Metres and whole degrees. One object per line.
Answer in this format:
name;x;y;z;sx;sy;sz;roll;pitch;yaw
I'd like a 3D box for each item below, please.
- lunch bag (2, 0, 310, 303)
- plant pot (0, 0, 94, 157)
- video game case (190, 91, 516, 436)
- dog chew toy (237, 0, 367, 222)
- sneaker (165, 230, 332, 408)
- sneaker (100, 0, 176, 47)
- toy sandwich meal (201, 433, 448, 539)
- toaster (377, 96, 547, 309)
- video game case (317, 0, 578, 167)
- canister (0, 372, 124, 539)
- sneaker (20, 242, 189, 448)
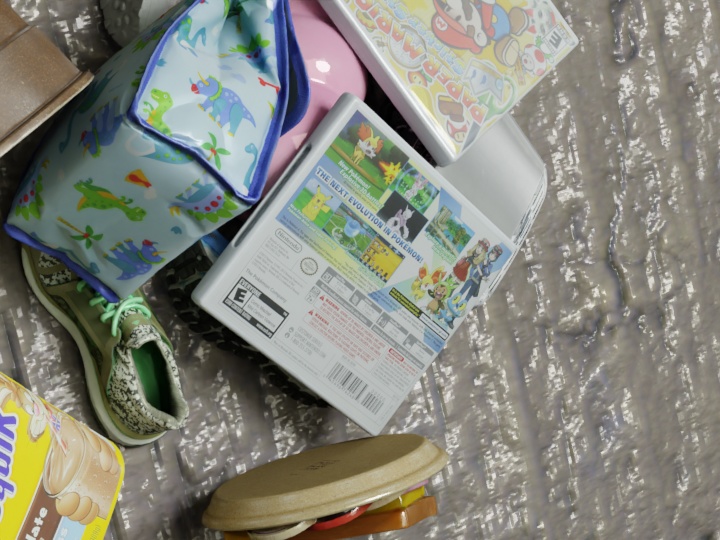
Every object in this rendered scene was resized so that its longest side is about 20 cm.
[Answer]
lunch bag;-0.129;-0.103;1.119;0.127;0.170;0.201;36;44;-25
plant pot;-0.304;-0.136;1.031;0.200;0.200;0.199;-45;105;-28
video game case;0.000;0.000;1.211;0.200;0.022;0.183;40;86;-35
dog chew toy;-0.049;-0.134;1.247;0.124;0.124;0.202;22;67;-32
sneaker;-0.067;0.022;1.259;0.200;0.078;0.090;42;55;-35
sneaker;-0.137;-0.254;1.220;0.080;0.076;0.202;15;80;-43
toy sandwich meal;-0.020;0.174;1.210;0.204;0.205;0.071;-17;95;-34
toaster;0.061;-0.056;1.318;0.129;0.113;0.201;44;61;-27
video game case;0.059;-0.207;1.266;0.182;0.023;0.201;-44;101;-35
canister;-0.247;0.138;1.067;0.200;0.086;0.150;45;59;-54
sneaker;-0.167;0.031;1.169;0.077;0.088;0.201;-33;105;-31
